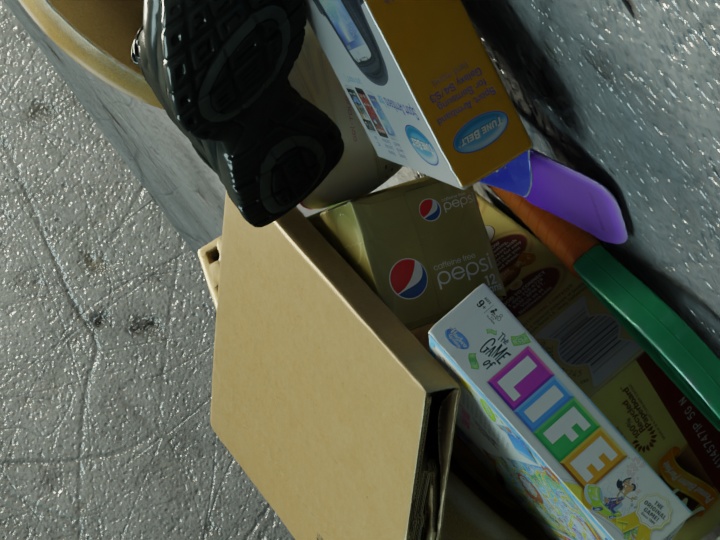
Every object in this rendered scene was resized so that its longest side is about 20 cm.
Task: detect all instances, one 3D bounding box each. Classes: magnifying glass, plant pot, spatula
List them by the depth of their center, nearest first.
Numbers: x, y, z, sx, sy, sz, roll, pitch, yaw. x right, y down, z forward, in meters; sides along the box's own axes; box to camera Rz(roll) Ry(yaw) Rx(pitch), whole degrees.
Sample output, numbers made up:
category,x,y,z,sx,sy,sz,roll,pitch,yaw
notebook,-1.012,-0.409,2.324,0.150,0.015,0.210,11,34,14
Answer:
category,x,y,z,sx,sy,sz,roll,pitch,yaw
magnifying glass,0.114,0.010,1.060,0.200,0.022,0.080,51,-178,35
spatula,0.049,-0.076,1.065,0.200,0.021,0.057,48,173,34
plant pot,0.052,0.107,1.237,0.200,0.027,0.200,43,-173,-7
plant pot,-0.129,-0.155,1.338,0.200,0.027,0.200,32,-150,-21

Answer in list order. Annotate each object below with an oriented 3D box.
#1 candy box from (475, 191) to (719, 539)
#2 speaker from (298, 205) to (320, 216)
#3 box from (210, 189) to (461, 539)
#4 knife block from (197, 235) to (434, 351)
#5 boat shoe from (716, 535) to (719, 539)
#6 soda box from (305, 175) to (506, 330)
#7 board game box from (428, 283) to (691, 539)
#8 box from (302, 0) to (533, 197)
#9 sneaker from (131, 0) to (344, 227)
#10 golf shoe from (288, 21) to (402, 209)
category,x,y,z,sx,sy,sz,roll,pitch,yaw
candy box,0.103,0.046,1.190,0.116,0.055,0.200,56,172,-34
speaker,-0.002,0.020,1.631,0.200,0.088,0.088,51,173,4
box,-0.018,0.065,1.145,0.200,0.021,0.164,48,142,45
knife block,-0.010,0.044,1.433,0.176,0.200,0.064,113,143,-50
boat shoe,0.192,0.132,1.038,0.060,0.072,0.202,12,156,0
soda box,0.000,0.000,1.196,0.200,0.064,0.068,-17,90,69
board game box,0.088,0.086,1.111,0.134,0.034,0.200,48,173,11
box,0.005,-0.114,0.986,0.200,0.041,0.119,64,170,-15
sneaker,-0.070,-0.096,1.061,0.091,0.076,0.200,45,165,25
golf shoe,-0.043,-0.119,1.163,0.200,0.091,0.075,55,173,-11
